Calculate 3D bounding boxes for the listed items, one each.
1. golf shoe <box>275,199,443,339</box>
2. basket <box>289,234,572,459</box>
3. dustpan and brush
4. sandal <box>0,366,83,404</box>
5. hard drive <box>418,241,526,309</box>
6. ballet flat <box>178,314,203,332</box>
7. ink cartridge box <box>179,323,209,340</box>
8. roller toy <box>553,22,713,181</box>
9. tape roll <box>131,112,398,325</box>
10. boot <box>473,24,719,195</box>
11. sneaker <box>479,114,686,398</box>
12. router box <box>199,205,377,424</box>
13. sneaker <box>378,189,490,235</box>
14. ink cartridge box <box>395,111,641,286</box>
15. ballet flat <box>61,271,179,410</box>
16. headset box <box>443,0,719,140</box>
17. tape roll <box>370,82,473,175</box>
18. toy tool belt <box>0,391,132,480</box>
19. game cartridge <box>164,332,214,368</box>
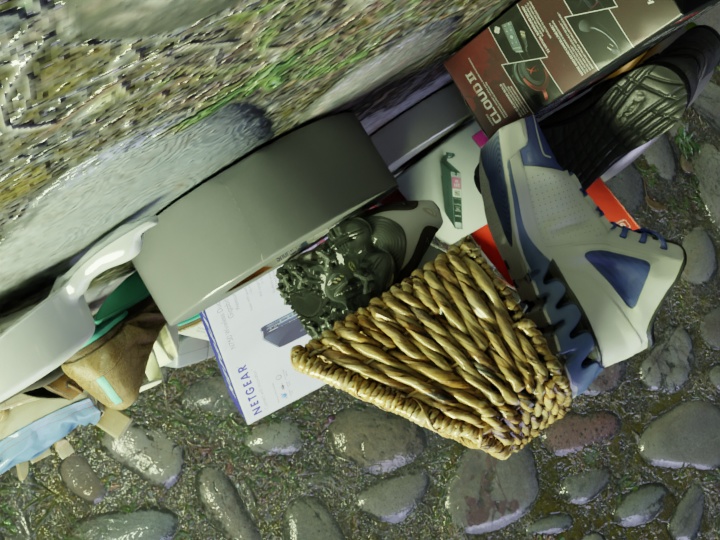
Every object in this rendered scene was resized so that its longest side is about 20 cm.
[{"bbox_3d":[0.000,0.000,0.718,0.094,0.078,0.200,-32,-178,-28],"label":"golf shoe"},{"bbox_3d":[0.054,0.085,0.665,0.149,0.143,0.200,-34,171,-3],"label":"basket"},{"bbox_3d":[-0.201,0.028,0.583,0.200,0.057,0.140,-25,-166,15],"label":"dustpan and brush"},{"bbox_3d":[-0.277,0.096,0.809,0.082,0.055,0.200,-4,-169,23],"label":"sandal"},{"bbox_3d":[0.089,-0.003,1.014,0.038,0.200,0.140,-62,166,0],"label":"hard drive"},{"bbox_3d":[-0.136,0.002,0.881,0.200,0.071,0.065,-31,176,-2],"label":"ballet flat"},{"bbox_3d":[-0.146,0.025,0.997,0.119,0.042,0.200,11,-161,17],"label":"ink cartridge box"},{"bbox_3d":[0.254,-0.193,0.947,0.182,0.140,0.200,-47,-179,34],"label":"roller toy"},{"bbox_3d":[-0.072,-0.038,0.680,0.200,0.066,0.200,-32,180,0],"label":"tape roll"},{"bbox_3d":[0.196,-0.117,0.741,0.200,0.070,0.132,-25,-170,40],"label":"boot"},{"bbox_3d":[0.166,-0.019,0.664,0.115,0.200,0.081,-18,180,-7],"label":"sneaker"},{"bbox_3d":[-0.059,0.032,0.869,0.179,0.049,0.200,-27,135,-15],"label":"router box"},{"bbox_3d":[0.088,-0.107,1.013,0.200,0.113,0.071,10,-148,38],"label":"sneaker"},{"bbox_3d":[0.144,-0.066,0.891,0.044,0.174,0.200,-42,-174,-33],"label":"ink cartridge box"},{"bbox_3d":[-0.176,0.054,0.721,0.068,0.072,0.200,-27,-165,6],"label":"ballet flat"},{"bbox_3d":[0.169,-0.180,0.671,0.149,0.075,0.200,-32,180,-40],"label":"headset box"},{"bbox_3d":[0.075,-0.149,0.944,0.203,0.037,0.203,-32,180,0],"label":"tape roll"},{"bbox_3d":[-0.350,0.165,0.941,0.200,0.123,0.125,-31,180,-17],"label":"toy tool belt"},{"bbox_3d":[-0.196,0.057,1.014,0.133,0.042,0.200,4,-167,17],"label":"game cartridge"}]
